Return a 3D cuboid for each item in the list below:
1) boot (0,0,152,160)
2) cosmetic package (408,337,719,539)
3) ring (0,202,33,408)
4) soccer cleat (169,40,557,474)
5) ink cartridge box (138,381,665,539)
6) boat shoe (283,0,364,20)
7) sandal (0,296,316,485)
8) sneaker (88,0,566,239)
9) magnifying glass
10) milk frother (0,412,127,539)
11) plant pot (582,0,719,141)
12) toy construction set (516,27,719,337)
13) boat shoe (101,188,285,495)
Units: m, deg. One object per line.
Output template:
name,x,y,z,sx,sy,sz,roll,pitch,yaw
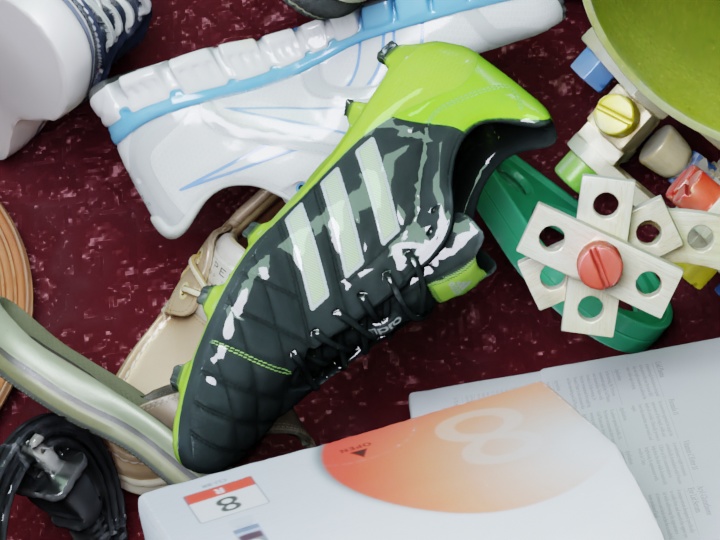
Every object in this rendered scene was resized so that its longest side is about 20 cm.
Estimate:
boot,-0.130,-0.111,1.215,0.090,0.200,0.073,-42,97,-17
cosmetic package,0.100,0.091,1.078,0.151,0.052,0.200,-12,19,3
ring,-0.243,0.027,1.247,0.200,0.019,0.201,-4,59,7
soccer cleat,0.000,0.000,1.080,0.081,0.068,0.200,30,78,21
ink cartridge box,0.025,0.105,0.933,0.162,0.050,0.200,-15,17,-14
boat shoe,-0.026,-0.146,1.175,0.068,0.072,0.200,-47,22,18
sandal,-0.063,0.060,1.127,0.201,0.080,0.057,33,87,-9
sneaker,-0.006,-0.067,1.163,0.200,0.075,0.087,-18,94,2
magnifying glass,0.056,-0.040,1.198,0.200,0.080,0.022,48,115,13
milk frother,-0.086,0.151,1.062,0.188,0.181,0.200,13,69,18
plant pot,0.188,-0.178,1.118,0.187,0.187,0.200,3,41,10
toy construction set,0.131,-0.029,1.142,0.131,0.200,0.092,42,114,-6
boat shoe,-0.046,0.007,1.200,0.074,0.069,0.200,33,70,23
